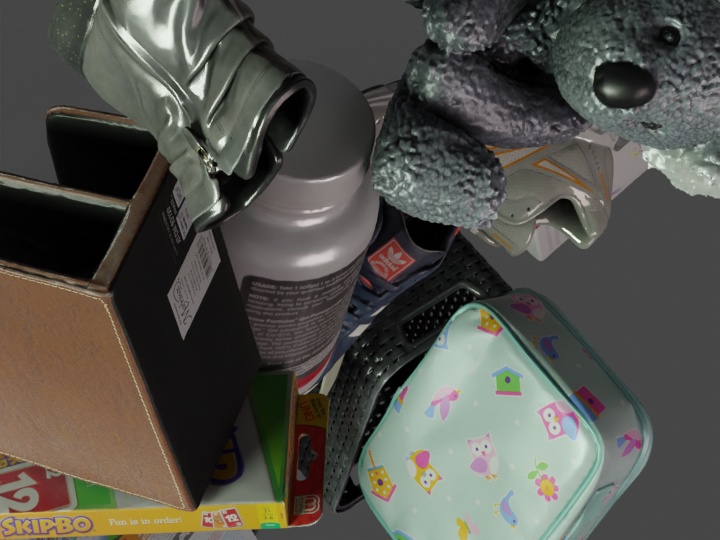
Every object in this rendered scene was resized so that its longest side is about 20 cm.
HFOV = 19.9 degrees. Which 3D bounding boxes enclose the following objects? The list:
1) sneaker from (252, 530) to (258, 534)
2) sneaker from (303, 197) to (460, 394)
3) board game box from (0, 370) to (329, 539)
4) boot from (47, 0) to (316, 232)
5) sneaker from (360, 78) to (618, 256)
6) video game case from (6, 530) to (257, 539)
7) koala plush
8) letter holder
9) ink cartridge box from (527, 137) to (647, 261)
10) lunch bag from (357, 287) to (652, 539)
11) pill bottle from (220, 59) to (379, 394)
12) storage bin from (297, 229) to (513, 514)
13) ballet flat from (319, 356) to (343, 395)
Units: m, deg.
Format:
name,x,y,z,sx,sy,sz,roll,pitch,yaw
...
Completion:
name,x,y,z,sx,sy,sz,roll,pitch,yaw
sneaker,-0.087,0.138,1.418,0.076,0.084,0.201,-14,145,-54
sneaker,0.000,0.000,1.257,0.201,0.075,0.084,-54,-157,-14
board game box,-0.117,0.100,1.121,0.198,0.096,0.030,-1,135,4
boot,-0.062,-0.119,0.882,0.069,0.132,0.201,-28,156,-31
sneaker,0.068,-0.057,1.211,0.198,0.093,0.076,3,165,-22
video game case,-0.140,0.158,1.225,0.143,0.018,0.201,-52,132,-30
koala plush,0.125,-0.120,1.074,0.184,0.198,0.179,-44,140,-64
letter holder,-0.147,0.016,1.039,0.201,0.141,0.101,77,30,-53
ink cartridge box,0.162,-0.118,1.373,0.200,0.086,0.148,-40,160,-5
lunch bag,0.094,0.126,1.355,0.077,0.161,0.201,-18,148,-47
pill bottle,-0.051,-0.020,1.132,0.110,0.111,0.201,-30,157,-30
storage bin,0.017,0.065,1.455,0.135,0.094,0.201,-31,157,-30
ballet flat,-0.063,0.081,1.307,0.201,0.074,0.074,-56,162,-10
